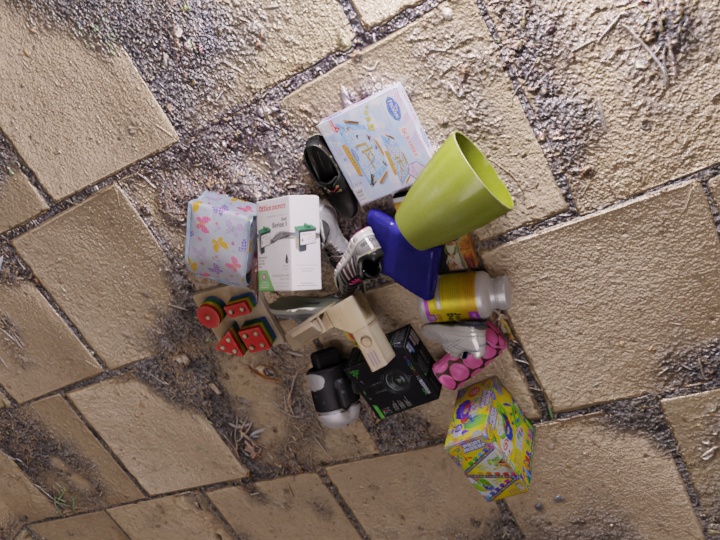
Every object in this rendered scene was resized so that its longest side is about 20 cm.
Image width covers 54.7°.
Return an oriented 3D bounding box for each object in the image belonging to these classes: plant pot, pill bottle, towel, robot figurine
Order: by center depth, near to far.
[{"bbox_3d":[0.169,-0.137,1.379,0.199,0.188,0.187,-38,104,24],"label":"plant pot"},{"bbox_3d":[0.094,-0.038,1.532,0.199,0.049,0.150,33,137,33],"label":"towel"},{"bbox_3d":[0.232,0.057,1.553,0.196,0.105,0.106,-6,120,23],"label":"pill bottle"},{"bbox_3d":[-0.066,0.302,1.788,0.123,0.150,0.204,-15,92,23],"label":"robot figurine"}]

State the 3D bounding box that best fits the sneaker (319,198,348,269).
[{"bbox_3d":[-0.077,-0.051,1.586,0.074,0.116,0.203,-12,117,25],"label":"sneaker"}]

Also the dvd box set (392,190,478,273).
[{"bbox_3d":[0.166,-0.088,1.529,0.144,0.030,0.203,-8,119,24],"label":"dvd box set"}]

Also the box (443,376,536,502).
[{"bbox_3d":[0.319,0.407,1.689,0.121,0.201,0.194,-28,109,32],"label":"box"}]

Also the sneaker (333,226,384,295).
[{"bbox_3d":[0.000,0.000,1.563,0.088,0.073,0.202,52,140,26],"label":"sneaker"}]

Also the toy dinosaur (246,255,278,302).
[{"bbox_3d":[-0.209,-0.025,1.620,0.085,0.201,0.137,25,139,16],"label":"toy dinosaur"}]

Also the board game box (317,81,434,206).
[{"bbox_3d":[0.040,-0.259,1.456,0.197,0.041,0.202,-18,114,28],"label":"board game box"}]

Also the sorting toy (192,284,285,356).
[{"bbox_3d":[-0.327,0.138,1.825,0.196,0.070,0.202,-14,116,27],"label":"sorting toy"}]

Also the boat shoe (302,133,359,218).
[{"bbox_3d":[-0.066,-0.197,1.523,0.072,0.063,0.204,-15,117,24],"label":"boat shoe"}]

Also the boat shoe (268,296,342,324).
[{"bbox_3d":[-0.134,0.111,1.738,0.196,0.070,0.073,0,116,16],"label":"boat shoe"}]

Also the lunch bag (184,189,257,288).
[{"bbox_3d":[-0.323,-0.068,1.658,0.166,0.127,0.204,15,114,9],"label":"lunch bag"}]

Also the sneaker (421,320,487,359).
[{"bbox_3d":[0.208,0.157,1.587,0.199,0.073,0.089,1,98,57],"label":"sneaker"}]

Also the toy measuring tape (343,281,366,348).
[{"bbox_3d":[-0.014,0.103,1.694,0.072,0.074,0.204,3,116,17],"label":"toy measuring tape"}]

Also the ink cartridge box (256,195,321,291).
[{"bbox_3d":[-0.158,-0.058,1.520,0.145,0.083,0.205,-3,89,51],"label":"ink cartridge box"}]

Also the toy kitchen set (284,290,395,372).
[{"bbox_3d":[-0.062,0.179,1.605,0.198,0.163,0.183,-30,89,21],"label":"toy kitchen set"}]

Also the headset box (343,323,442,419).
[{"bbox_3d":[0.079,0.257,1.740,0.198,0.093,0.176,-24,111,28],"label":"headset box"}]

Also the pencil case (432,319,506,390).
[{"bbox_3d":[0.251,0.201,1.652,0.092,0.092,0.201,12,132,-34],"label":"pencil case"}]
